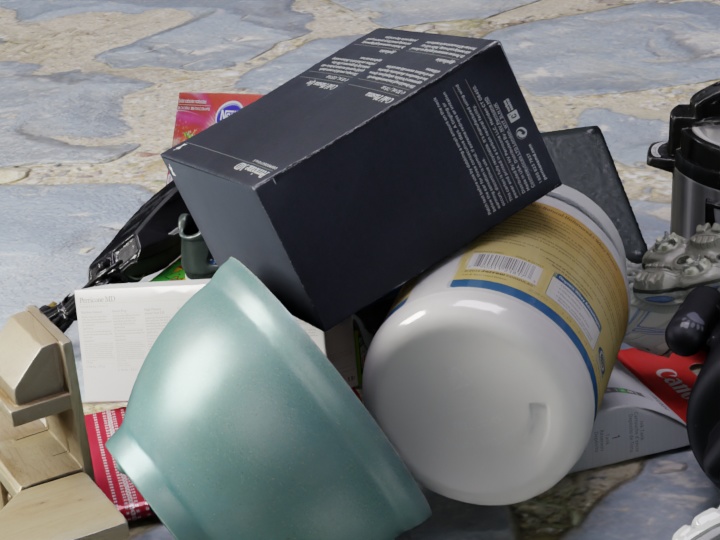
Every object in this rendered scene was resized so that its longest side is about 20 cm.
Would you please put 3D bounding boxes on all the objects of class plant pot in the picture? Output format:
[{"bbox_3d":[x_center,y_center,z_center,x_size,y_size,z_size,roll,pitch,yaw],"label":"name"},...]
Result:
[{"bbox_3d":[-0.069,0.112,1.264,0.134,0.201,0.200,-39,30,-8],"label":"plant pot"}]

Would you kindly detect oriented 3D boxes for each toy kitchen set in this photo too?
[{"bbox_3d":[-0.252,0.131,1.256,0.179,0.164,0.200,-15,24,-23],"label":"toy kitchen set"}]

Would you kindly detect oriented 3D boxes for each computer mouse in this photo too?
[{"bbox_3d":[-0.194,0.004,1.658,0.140,0.046,0.200,-35,12,31],"label":"computer mouse"}]

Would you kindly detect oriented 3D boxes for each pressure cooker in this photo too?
[{"bbox_3d":[0.308,-0.048,1.512,0.175,0.201,0.178,-11,24,-28],"label":"pressure cooker"}]

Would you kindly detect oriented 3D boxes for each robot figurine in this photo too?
[{"bbox_3d":[0.276,0.079,1.326,0.124,0.151,0.200,-13,18,27],"label":"robot figurine"}]

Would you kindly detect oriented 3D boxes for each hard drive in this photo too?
[{"bbox_3d":[0.118,-0.043,1.662,0.199,0.033,0.140,-9,59,-14],"label":"hard drive"}]

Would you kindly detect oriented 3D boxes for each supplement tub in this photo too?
[{"bbox_3d":[0.092,0.039,1.318,0.144,0.145,0.200,2,28,17],"label":"supplement tub"}]

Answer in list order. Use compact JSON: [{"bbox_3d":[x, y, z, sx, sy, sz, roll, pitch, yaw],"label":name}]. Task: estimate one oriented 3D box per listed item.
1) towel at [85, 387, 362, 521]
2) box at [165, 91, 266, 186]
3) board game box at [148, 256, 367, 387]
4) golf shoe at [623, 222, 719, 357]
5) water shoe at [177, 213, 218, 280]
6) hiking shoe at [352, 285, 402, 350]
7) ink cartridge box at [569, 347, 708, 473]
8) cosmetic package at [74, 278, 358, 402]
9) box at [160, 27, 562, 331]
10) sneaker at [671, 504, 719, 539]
[{"bbox_3d":[-0.087,0.119,1.435,0.199,0.023,0.145,-11,25,-10],"label":"towel"},{"bbox_3d":[-0.075,-0.097,1.775,0.099,0.096,0.200,9,0,-33],"label":"box"},{"bbox_3d":[-0.071,0.036,1.596,0.199,0.048,0.102,6,25,25],"label":"board game box"},{"bbox_3d":[0.182,0.029,1.460,0.199,0.098,0.078,-2,39,38],"label":"golf shoe"},{"bbox_3d":[-0.060,-0.051,1.602,0.071,0.079,0.200,11,37,36],"label":"water shoe"},{"bbox_3d":[0.000,0.000,1.486,0.074,0.087,0.200,-18,22,-29],"label":"hiking shoe"},{"bbox_3d":[0.177,0.075,1.453,0.199,0.050,0.161,-13,24,-14],"label":"ink cartridge box"},{"bbox_3d":[-0.101,0.046,1.450,0.199,0.083,0.051,-3,6,27],"label":"cosmetic package"},{"bbox_3d":[-0.004,-0.065,1.333,0.182,0.105,0.200,-30,18,-14],"label":"box"},{"bbox_3d":[0.256,0.173,1.171,0.199,0.078,0.091,-14,28,-17],"label":"sneaker"}]
